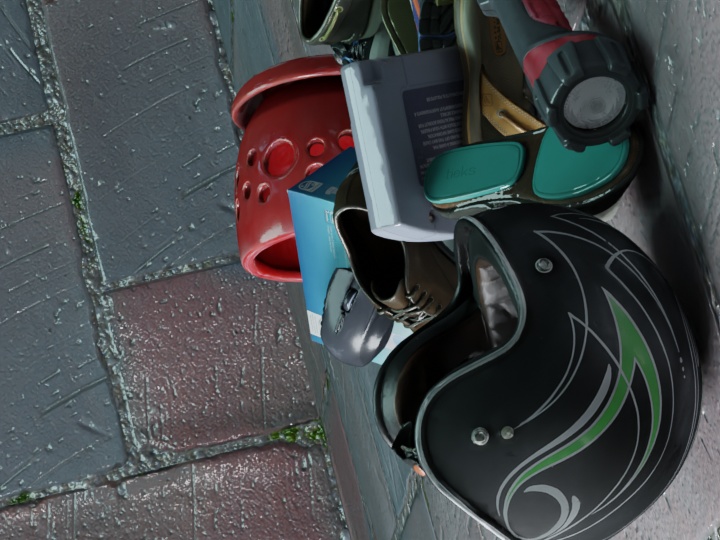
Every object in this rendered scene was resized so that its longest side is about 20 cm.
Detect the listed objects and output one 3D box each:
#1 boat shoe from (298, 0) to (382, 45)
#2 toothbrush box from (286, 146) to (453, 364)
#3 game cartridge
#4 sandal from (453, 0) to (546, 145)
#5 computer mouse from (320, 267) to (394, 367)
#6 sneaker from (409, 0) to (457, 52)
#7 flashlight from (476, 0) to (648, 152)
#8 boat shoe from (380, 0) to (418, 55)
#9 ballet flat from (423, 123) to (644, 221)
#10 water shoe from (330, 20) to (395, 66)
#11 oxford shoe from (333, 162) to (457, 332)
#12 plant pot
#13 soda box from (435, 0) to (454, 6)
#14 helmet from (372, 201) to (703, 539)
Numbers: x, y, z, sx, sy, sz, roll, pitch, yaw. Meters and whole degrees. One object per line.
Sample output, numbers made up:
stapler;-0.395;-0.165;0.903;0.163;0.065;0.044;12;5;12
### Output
boat shoe;-0.012;-0.268;1.632;0.072;0.060;0.203;46;143;37
toothbrush box;0.050;0.002;1.602;0.199;0.085;0.148;17;129;37
game cartridge;0.062;-0.091;1.442;0.041;0.199;0.134;-13;91;37
sandal;0.111;-0.121;1.433;0.054;0.080;0.202;2;104;38
computer mouse;0.000;0.000;1.558;0.058;0.034;0.201;32;135;25
sneaker;0.072;-0.204;1.566;0.078;0.075;0.202;33;-139;-78
flashlight;0.123;-0.157;1.285;0.201;0.067;0.068;-105;33;-50
boat shoe;0.075;-0.140;1.650;0.068;0.074;0.202;25;-132;-75
ballet flat;0.126;-0.062;1.325;0.199;0.068;0.069;-2;68;52
water shoe;0.015;-0.187;1.764;0.072;0.078;0.200;61;-162;-21
oxford shoe;0.041;0.019;1.473;0.200;0.072;0.085;51;-144;-11
plant pot;-0.028;-0.101;1.986;0.201;0.198;0.184;102;162;-72
soda box;0.059;-0.296;1.501;0.068;0.063;0.201;90;165;-57
helmet;0.113;0.063;1.236;0.199;0.191;0.200;38;177;2
